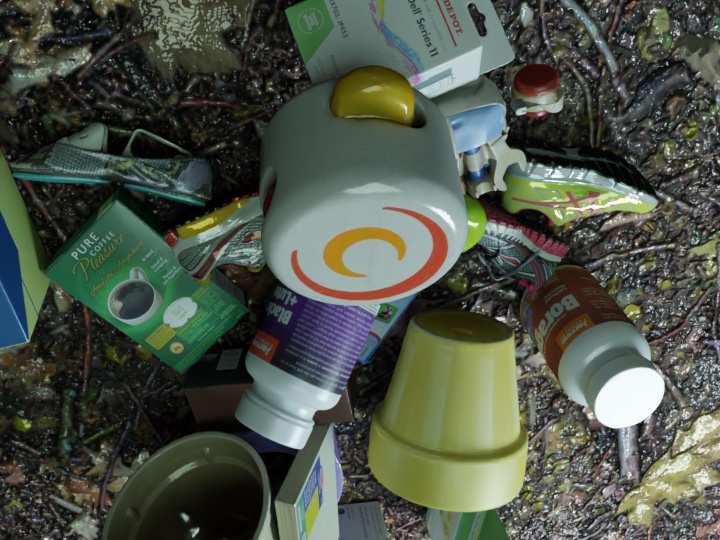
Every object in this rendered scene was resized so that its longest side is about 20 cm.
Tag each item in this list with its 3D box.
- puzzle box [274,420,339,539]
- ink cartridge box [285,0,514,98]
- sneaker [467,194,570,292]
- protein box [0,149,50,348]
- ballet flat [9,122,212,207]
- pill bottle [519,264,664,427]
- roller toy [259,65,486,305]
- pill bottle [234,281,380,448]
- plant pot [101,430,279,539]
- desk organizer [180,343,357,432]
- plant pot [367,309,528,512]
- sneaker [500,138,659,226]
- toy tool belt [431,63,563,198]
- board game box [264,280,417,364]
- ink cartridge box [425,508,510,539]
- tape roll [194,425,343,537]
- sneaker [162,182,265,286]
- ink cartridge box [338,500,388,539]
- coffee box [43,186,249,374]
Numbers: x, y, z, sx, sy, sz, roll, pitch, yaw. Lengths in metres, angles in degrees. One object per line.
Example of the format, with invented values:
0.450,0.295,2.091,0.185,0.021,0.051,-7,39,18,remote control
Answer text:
-0.059,0.298,0.864,0.025,0.134,0.204,7,121,15,puzzle box
0.041,-0.224,0.688,0.196,0.067,0.119,-23,78,1,ink cartridge box
0.158,-0.029,0.835,0.197,0.081,0.076,19,108,-29,sneaker
-0.439,-0.024,0.696,0.195,0.136,0.202,-13,121,-4,protein box
-0.247,-0.113,0.735,0.196,0.072,0.073,8,118,-16,ballet flat
0.275,0.088,0.868,0.109,0.201,0.114,-5,121,-9,pill bottle
-0.002,-0.072,0.639,0.180,0.142,0.199,-23,144,24,roller toy
-0.055,0.075,0.761,0.110,0.111,0.203,26,84,-24,pill bottle
-0.164,0.325,0.836,0.197,0.202,0.185,-21,132,2,plant pot
-0.105,0.138,0.869,0.195,0.072,0.078,-7,123,8,desk organizer
0.113,0.158,0.890,0.196,0.201,0.194,2,105,-12,plant pot
0.251,-0.091,0.843,0.195,0.079,0.092,11,125,-11,sneaker
0.113,-0.133,0.761,0.196,0.126,0.124,-15,134,0,toy tool belt
0.000,0.000,0.858,0.150,0.037,0.201,29,111,-24,board game box
0.148,0.370,1.002,0.047,0.201,0.148,4,119,-13,ink cartridge box
-0.124,0.260,0.952,0.195,0.085,0.204,-5,121,-8,tape roll
-0.106,-0.049,0.776,0.196,0.078,0.084,-22,107,2,sneaker
-0.057,0.418,1.019,0.195,0.146,0.086,-2,120,-11,ink cartridge box
-0.235,0.016,0.814,0.123,0.044,0.200,-41,119,12,coffee box
